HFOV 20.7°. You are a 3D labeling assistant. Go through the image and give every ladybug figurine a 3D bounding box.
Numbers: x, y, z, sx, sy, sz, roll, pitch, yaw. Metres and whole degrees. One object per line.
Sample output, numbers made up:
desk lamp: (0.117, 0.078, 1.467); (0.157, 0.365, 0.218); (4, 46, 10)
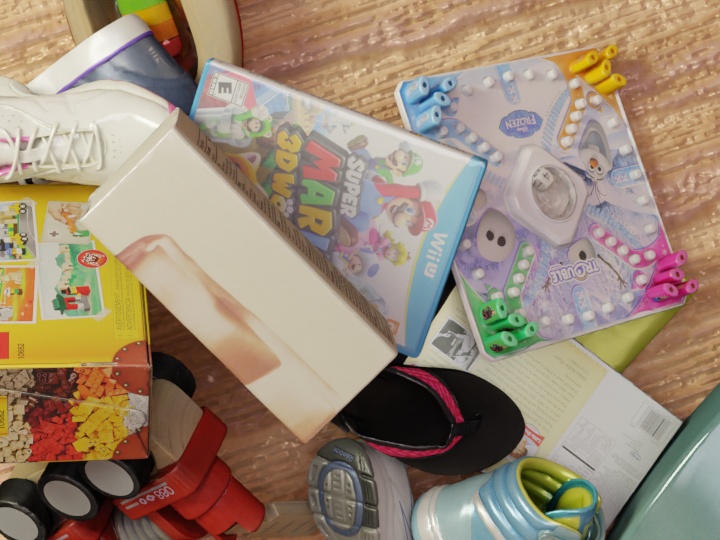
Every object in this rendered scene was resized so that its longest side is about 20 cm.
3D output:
ladybug figurine: (-0.143, -0.189, 1.411); (0.135, 0.072, 0.202); (-5, 111, 29)

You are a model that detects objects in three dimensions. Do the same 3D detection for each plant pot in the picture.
plant pot: (0.271, 0.162, 1.372); (0.200, 0.141, 0.141); (-44, 86, 0)

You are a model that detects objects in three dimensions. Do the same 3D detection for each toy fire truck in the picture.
toy fire truck: (-0.127, 0.162, 1.374); (0.200, 0.175, 0.129); (44, 44, -19)

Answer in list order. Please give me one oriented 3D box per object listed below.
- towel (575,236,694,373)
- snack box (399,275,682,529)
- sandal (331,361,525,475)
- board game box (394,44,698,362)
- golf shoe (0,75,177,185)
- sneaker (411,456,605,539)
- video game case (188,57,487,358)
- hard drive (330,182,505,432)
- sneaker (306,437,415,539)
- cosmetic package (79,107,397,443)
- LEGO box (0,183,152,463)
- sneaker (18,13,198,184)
towel: (0.150, 0.057, 1.441); (0.086, 0.018, 0.200); (44, 85, -2)
snack box: (0.117, 0.095, 1.404); (0.199, 0.037, 0.117); (37, 89, -7)
sandal: (0.024, 0.094, 1.337); (0.199, 0.045, 0.076); (21, 97, -21)
board game box: (0.135, -0.054, 1.382); (0.199, 0.026, 0.202); (-14, 82, -36)
golf shoe: (-0.211, -0.083, 1.305); (0.198, 0.092, 0.076); (4, 116, 19)
sneaker: (0.136, 0.217, 1.359); (0.130, 0.080, 0.201); (-32, 100, 34)
video game case: (-0.030, -0.041, 1.320); (0.198, 0.018, 0.144); (20, 106, 3)
hard drive: (0.000, 0.000, 1.398); (0.134, 0.042, 0.201); (31, 85, 40)
sneaker: (0.017, 0.212, 1.393); (0.074, 0.087, 0.202); (6, 102, 35)
cosmetic package: (-0.076, 0.002, 1.246); (0.087, 0.103, 0.200); (-43, 100, 6)
LEGO box: (-0.214, 0.030, 1.279); (0.147, 0.201, 0.078); (-1, 127, -9)
sneaker: (-0.185, -0.072, 1.393); (0.199, 0.081, 0.147); (-33, 92, 29)
